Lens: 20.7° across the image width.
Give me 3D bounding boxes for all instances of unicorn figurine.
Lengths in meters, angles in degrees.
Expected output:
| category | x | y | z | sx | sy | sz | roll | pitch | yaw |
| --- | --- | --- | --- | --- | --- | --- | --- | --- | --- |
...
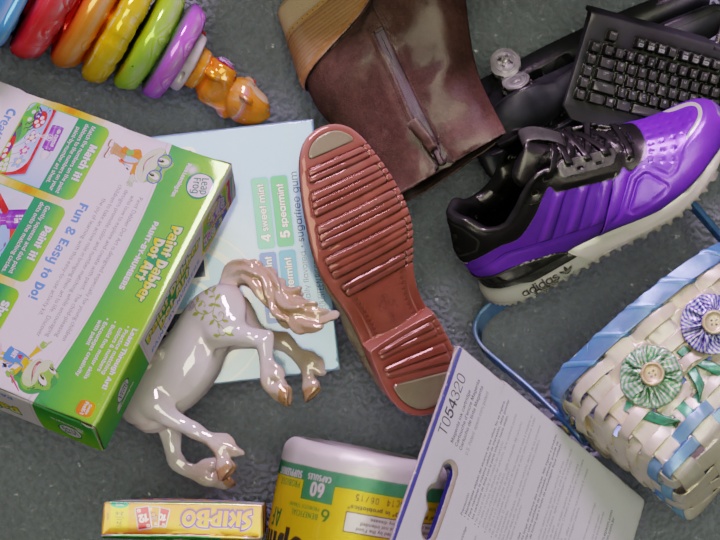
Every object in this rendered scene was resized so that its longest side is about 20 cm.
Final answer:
| category | x | y | z | sx | sy | sz | roll | pitch | yaw |
| --- | --- | --- | --- | --- | --- | --- | --- | --- | --- |
| unicorn figurine | -0.117 | 0.072 | 1.271 | 0.137 | 0.074 | 0.200 | 42 | 73 | 13 |

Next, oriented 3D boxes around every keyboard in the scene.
| category | x | y | z | sx | sy | sz | roll | pitch | yaw |
| --- | --- | --- | --- | --- | --- | --- | --- | --- | --- |
| keyboard | 0.239 | -0.141 | 1.324 | 0.199 | 0.021 | 0.128 | 12 | 96 | -20 |

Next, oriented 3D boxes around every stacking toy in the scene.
| category | x | y | z | sx | sy | sz | roll | pitch | yaw |
| --- | --- | --- | --- | --- | --- | --- | --- | --- | --- |
| stacking toy | -0.145 | -0.155 | 1.314 | 0.199 | 0.116 | 0.110 | 30 | 89 | -12 |

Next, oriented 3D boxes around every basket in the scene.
| category | x | y | z | sx | sy | sz | roll | pitch | yaw |
| --- | --- | --- | --- | --- | --- | --- | --- | --- | --- |
| basket | 0.195 | 0.045 | 1.298 | 0.176 | 0.139 | 0.200 | -42 | 55 | -4 |

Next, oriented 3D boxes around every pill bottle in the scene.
| category | x | y | z | sx | sy | sz | roll | pitch | yaw |
| --- | --- | --- | --- | --- | --- | --- | --- | --- | --- |
| pill bottle | -0.014 | 0.216 | 1.284 | 0.112 | 0.113 | 0.201 | 11 | 87 | -2 |

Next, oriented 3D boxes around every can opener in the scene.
| category | x | y | z | sx | sy | sz | roll | pitch | yaw |
| --- | --- | --- | --- | --- | --- | --- | --- | --- | --- |
| can opener | 0.156 | -0.141 | 1.344 | 0.200 | 0.079 | 0.063 | -31 | 50 | -6 |

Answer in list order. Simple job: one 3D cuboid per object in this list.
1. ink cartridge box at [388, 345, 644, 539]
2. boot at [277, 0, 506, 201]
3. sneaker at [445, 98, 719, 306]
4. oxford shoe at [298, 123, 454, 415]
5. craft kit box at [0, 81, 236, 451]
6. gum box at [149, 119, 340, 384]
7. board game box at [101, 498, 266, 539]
| category | x | y | z | sx | sy | sz | roll | pitch | yaw |
| --- | --- | --- | --- | --- | --- | --- | --- | --- | --- |
| ink cartridge box | 0.084 | 0.182 | 1.236 | 0.200 | 0.043 | 0.197 | 39 | 57 | -29 |
| boot | 0.056 | -0.157 | 1.315 | 0.200 | 0.072 | 0.167 | -35 | 74 | 11 |
| sneaker | 0.143 | -0.063 | 1.283 | 0.200 | 0.070 | 0.100 | -34 | 122 | 10 |
| oxford shoe | 0.000 | 0.000 | 1.299 | 0.071 | 0.074 | 0.201 | -21 | 101 | -15 |
| craft kit box | -0.208 | -0.011 | 1.247 | 0.197 | 0.049 | 0.201 | 20 | 65 | 14 |
| gum box | -0.121 | -0.006 | 1.326 | 0.199 | 0.045 | 0.171 | -6 | 88 | -1 |
| board game box | -0.108 | 0.157 | 1.239 | 0.095 | 0.200 | 0.030 | 1 | 86 | -2 |
